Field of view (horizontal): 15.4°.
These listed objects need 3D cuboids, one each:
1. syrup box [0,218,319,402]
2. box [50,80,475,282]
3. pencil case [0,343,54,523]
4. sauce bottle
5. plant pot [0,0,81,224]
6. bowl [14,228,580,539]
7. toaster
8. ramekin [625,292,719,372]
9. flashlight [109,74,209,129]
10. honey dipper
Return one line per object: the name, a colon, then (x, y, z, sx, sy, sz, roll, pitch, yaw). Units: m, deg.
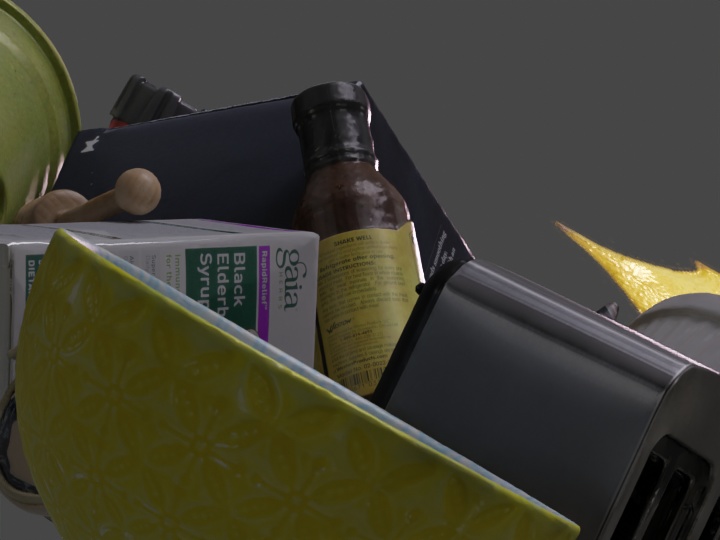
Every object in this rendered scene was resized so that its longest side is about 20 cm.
syrup box: (-0.112, 0.020, 1.223, 0.081, 0.079, 0.199, 7, 6, 42)
box: (-0.052, 0.013, 1.508, 0.196, 0.118, 0.200, -8, -46, 31)
pencil case: (-0.060, 0.092, 1.105, 0.200, 0.078, 0.090, 31, 19, -37)
sauce bottle: (0.000, 0.000, 1.336, 0.064, 0.201, 0.065, -8, -24, -4)
plant pot: (-0.259, -0.058, 1.494, 0.200, 0.201, 0.184, 30, 9, -10)
bowl: (-0.040, 0.080, 0.873, 0.200, 0.108, 0.200, 30, -1, 1)
toaster: (0.071, 0.099, 1.034, 0.118, 0.201, 0.181, 24, -5, 28)
ramekin: (0.174, 0.118, 1.305, 0.202, 0.094, 0.203, 36, -35, 31)
flashlight: (-0.156, -0.017, 1.613, 0.068, 0.201, 0.068, 30, -1, -27)
honey dipper: (-0.136, -0.028, 1.353, 0.038, 0.038, 0.200, 30, -14, -16)
